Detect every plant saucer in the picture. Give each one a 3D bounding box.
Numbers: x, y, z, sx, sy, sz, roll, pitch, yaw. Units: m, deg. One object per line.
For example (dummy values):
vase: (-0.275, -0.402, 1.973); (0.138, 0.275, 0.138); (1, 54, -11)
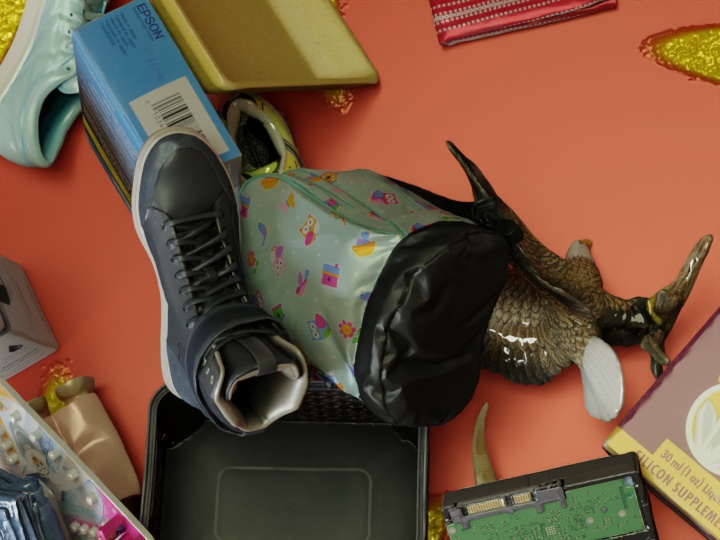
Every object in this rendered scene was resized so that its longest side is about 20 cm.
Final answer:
plant saucer: (-0.102, -0.205, 1.557); (0.048, 0.200, 0.200); (-41, 73, 31)

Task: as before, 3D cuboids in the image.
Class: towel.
towel: (-0.240, 0.231, 1.484); (0.112, 0.200, 0.049); (9, 35, 46)
towel: (0.111, -0.283, 1.600); (0.145, 0.022, 0.200); (-12, 78, 10)

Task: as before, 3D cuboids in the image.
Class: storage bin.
storage bin: (-0.051, 0.157, 1.491); (0.200, 0.094, 0.135); (1, 67, 2)

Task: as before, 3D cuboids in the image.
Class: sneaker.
sneaker: (-0.091, 0.011, 1.378); (0.077, 0.146, 0.202); (-15, 110, -19)
sneaker: (-0.222, -0.170, 1.617); (0.082, 0.074, 0.200); (28, 97, 26)
sneaker: (-0.064, -0.041, 1.562); (0.075, 0.076, 0.200); (-27, 78, 4)

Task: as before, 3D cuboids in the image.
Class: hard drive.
hard drive: (0.147, 0.231, 1.434); (0.140, 0.038, 0.200); (-15, 110, 10)

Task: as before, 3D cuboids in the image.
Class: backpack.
backpack: (0.000, 0.000, 1.435); (0.200, 0.127, 0.167); (36, 113, 45)

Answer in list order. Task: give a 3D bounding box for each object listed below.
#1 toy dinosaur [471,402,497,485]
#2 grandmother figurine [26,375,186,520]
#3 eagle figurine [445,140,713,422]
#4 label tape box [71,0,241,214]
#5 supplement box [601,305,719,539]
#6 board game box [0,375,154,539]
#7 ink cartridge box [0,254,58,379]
toy dinosaur: (0.101, 0.205, 1.505); (0.101, 0.058, 0.200); (-27, 83, -10)
grandmother figurine: (-0.184, 0.179, 1.558); (0.121, 0.061, 0.200); (-28, 78, 6)
eagle figurine: (0.132, 0.010, 1.493); (0.200, 0.151, 0.152); (19, 94, 3)
label tape box: (-0.149, -0.091, 1.537); (0.066, 0.200, 0.143); (-29, 74, -12)
supplement box: (0.284, 0.094, 1.454); (0.131, 0.103, 0.200); (39, 89, 17)
board game box: (-0.239, 0.181, 1.506); (0.200, 0.200, 0.026); (44, 53, 15)
ink cartridge box: (-0.331, 0.045, 1.536); (0.144, 0.200, 0.084); (-30, 75, 5)
